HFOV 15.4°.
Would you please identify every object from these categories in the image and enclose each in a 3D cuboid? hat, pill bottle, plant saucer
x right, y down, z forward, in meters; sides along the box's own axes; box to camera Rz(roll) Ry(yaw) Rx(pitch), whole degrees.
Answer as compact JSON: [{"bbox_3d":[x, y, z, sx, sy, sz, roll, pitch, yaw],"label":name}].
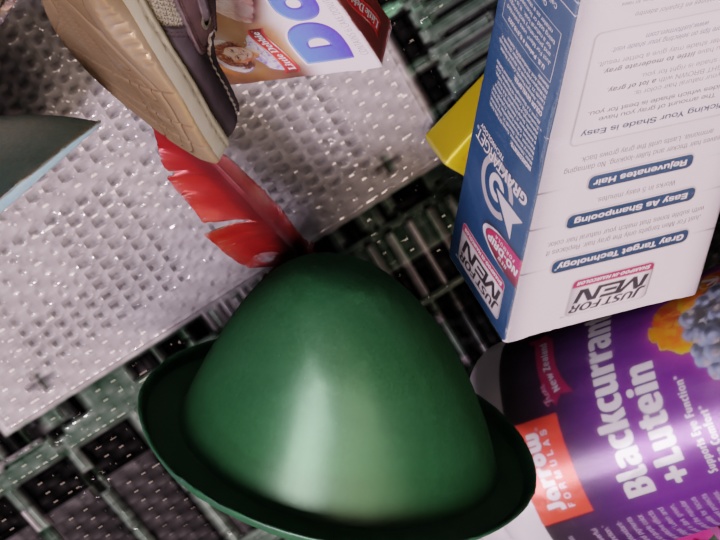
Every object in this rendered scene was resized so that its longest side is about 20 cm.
[{"bbox_3d":[0.000,0.000,1.080,0.200,0.166,0.176,-10,125,-40],"label":"hat"},{"bbox_3d":[0.117,0.072,1.210,0.200,0.111,0.111,-20,141,19],"label":"pill bottle"},{"bbox_3d":[-0.184,-0.003,0.983,0.201,0.201,0.039,-39,94,8],"label":"plant saucer"}]

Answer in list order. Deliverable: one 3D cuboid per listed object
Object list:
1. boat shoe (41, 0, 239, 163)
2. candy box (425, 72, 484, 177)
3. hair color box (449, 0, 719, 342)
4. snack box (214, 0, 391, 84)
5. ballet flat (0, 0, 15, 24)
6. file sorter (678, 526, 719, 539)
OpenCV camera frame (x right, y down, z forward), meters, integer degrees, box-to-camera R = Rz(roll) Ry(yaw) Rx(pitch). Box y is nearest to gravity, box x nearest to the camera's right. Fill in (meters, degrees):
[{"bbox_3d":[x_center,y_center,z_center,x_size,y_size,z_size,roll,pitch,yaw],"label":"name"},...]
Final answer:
[{"bbox_3d":[-0.079,-0.109,0.942,0.065,0.072,0.200,-50,146,-12],"label":"boat shoe"},{"bbox_3d":[0.129,-0.104,1.144,0.200,0.026,0.102,-46,139,16],"label":"candy box"},{"bbox_3d":[0.104,-0.069,1.093,0.100,0.061,0.200,-13,137,-22],"label":"hair color box"},{"bbox_3d":[-0.062,-0.138,0.978,0.072,0.024,0.200,-5,145,28],"label":"snack box"},{"bbox_3d":[-0.200,-0.056,0.968,0.200,0.071,0.069,-43,134,12],"label":"ballet flat"},{"bbox_3d":[0.156,0.150,1.319,0.200,0.125,0.139,-45,136,14],"label":"file sorter"}]
